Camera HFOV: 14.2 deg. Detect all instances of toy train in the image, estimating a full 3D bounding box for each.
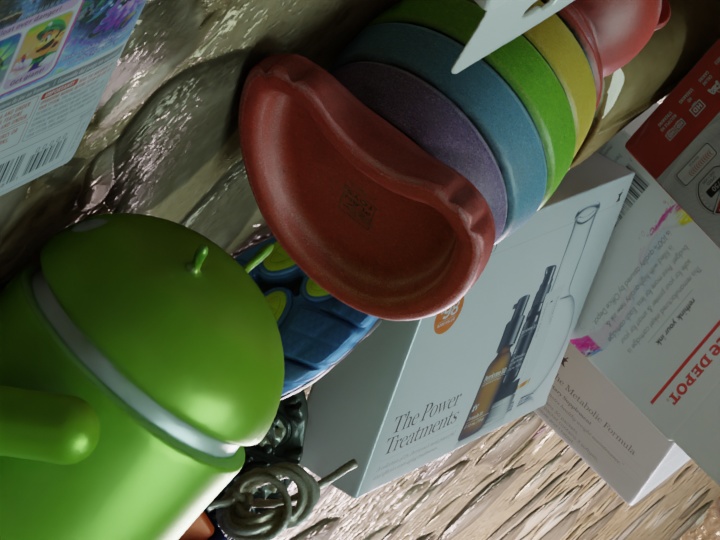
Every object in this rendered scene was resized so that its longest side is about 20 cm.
[{"bbox_3d":[-0.089,0.093,1.307,0.200,0.085,0.116,-25,146,-20],"label":"toy train"}]

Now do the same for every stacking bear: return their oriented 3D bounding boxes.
[{"bbox_3d":[0.054,-0.080,1.217,0.200,0.121,0.114,-45,166,-31],"label":"stacking bear"}]

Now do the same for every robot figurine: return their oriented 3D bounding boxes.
[{"bbox_3d":[-0.111,0.063,1.127,0.200,0.116,0.175,-48,171,11],"label":"robot figurine"}]

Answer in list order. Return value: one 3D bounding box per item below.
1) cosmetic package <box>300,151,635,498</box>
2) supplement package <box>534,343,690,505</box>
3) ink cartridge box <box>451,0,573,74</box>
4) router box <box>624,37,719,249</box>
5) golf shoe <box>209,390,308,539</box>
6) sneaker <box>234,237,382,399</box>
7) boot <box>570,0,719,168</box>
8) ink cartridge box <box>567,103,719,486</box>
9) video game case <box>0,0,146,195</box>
[{"bbox_3d":[0.055,0.021,1.510,0.200,0.052,0.151,-22,135,-55],"label":"cosmetic package"},{"bbox_3d":[0.216,0.044,1.978,0.109,0.114,0.200,-33,161,-40],"label":"supplement package"},{"bbox_3d":[0.078,-0.176,1.081,0.117,0.067,0.200,-34,161,-38],"label":"ink cartridge box"},{"bbox_3d":[0.259,-0.070,1.415,0.200,0.180,0.049,-49,160,21],"label":"router box"},{"bbox_3d":[-0.072,0.093,1.450,0.088,0.077,0.200,-62,-179,-43],"label":"golf shoe"},{"bbox_3d":[0.000,0.000,1.347,0.200,0.071,0.083,-43,160,-17],"label":"sneaker"},{"bbox_3d":[0.177,-0.138,1.467,0.200,0.066,0.175,-32,160,-37],"label":"boot"},{"bbox_3d":[0.176,0.009,1.594,0.115,0.200,0.068,-52,164,29],"label":"ink cartridge box"},{"bbox_3d":[-0.136,-0.065,0.894,0.200,0.024,0.182,-30,159,-43],"label":"video game case"}]
